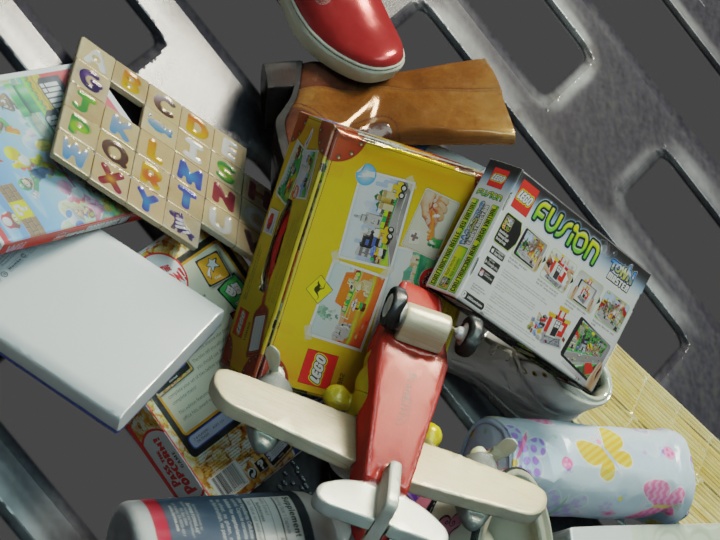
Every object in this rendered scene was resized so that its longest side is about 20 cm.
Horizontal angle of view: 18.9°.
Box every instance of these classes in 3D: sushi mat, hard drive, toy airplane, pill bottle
[{"bbox_3d":[0.262,0.154,1.901,0.200,0.012,0.096,43,55,-11],"label":"sushi mat"},{"bbox_3d":[-0.218,0.020,1.582,0.200,0.025,0.132,33,49,12],"label":"hard drive"},{"bbox_3d":[0.014,0.126,1.551,0.199,0.141,0.200,-24,78,-30],"label":"toy airplane"},{"bbox_3d":[-0.076,0.221,1.571,0.199,0.120,0.120,-1,72,-21],"label":"pill bottle"}]

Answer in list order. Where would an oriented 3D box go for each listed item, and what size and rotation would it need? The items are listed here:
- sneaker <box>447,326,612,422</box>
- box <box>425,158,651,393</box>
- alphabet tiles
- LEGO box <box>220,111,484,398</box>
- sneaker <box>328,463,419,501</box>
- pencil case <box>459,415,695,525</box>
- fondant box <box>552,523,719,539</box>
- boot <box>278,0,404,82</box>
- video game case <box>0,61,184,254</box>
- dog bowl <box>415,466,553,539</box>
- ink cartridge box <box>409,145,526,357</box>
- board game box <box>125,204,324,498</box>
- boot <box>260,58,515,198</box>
[{"bbox_3d":[0.118,0.053,1.785,0.200,0.115,0.074,36,58,-15],"label":"sneaker"},{"bbox_3d":[0.140,0.007,1.664,0.200,0.035,0.110,35,80,-46],"label":"box"},{"bbox_3d":[-0.147,-0.082,1.684,0.200,0.008,0.167,34,31,-21],"label":"alphabet tiles"},{"bbox_3d":[0.000,0.000,1.637,0.148,0.077,0.201,16,94,-25],"label":"LEGO box"},{"bbox_3d":[0.027,0.206,1.695,0.083,0.080,0.201,17,66,-40],"label":"sneaker"},{"bbox_3d":[0.179,0.168,1.795,0.199,0.091,0.083,7,59,-29],"label":"pencil case"},{"bbox_3d":[0.248,0.287,1.807,0.199,0.058,0.145,2,74,-29],"label":"fondant box"},{"bbox_3d":[-0.016,-0.261,1.761,0.072,0.144,0.200,-17,60,-33],"label":"boot"},{"bbox_3d":[-0.237,-0.088,1.619,0.200,0.017,0.143,-17,67,-51],"label":"video game case"},{"bbox_3d":[0.085,0.250,1.663,0.200,0.074,0.201,-1,90,-66],"label":"dog bowl"},{"bbox_3d":[0.080,-0.026,1.759,0.200,0.067,0.116,26,52,19],"label":"ink cartridge box"},{"bbox_3d":[-0.121,0.072,1.666,0.151,0.046,0.200,-36,93,-36],"label":"board game box"},{"bbox_3d":[0.025,-0.101,1.752,0.199,0.069,0.189,0,38,-8],"label":"boot"}]
